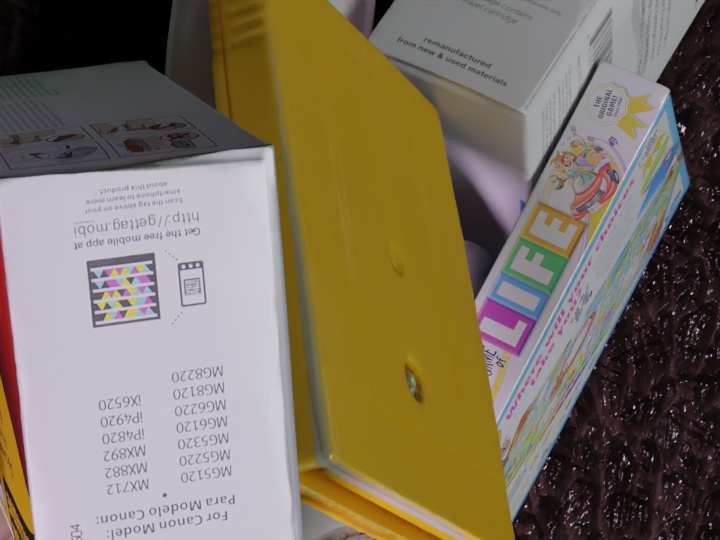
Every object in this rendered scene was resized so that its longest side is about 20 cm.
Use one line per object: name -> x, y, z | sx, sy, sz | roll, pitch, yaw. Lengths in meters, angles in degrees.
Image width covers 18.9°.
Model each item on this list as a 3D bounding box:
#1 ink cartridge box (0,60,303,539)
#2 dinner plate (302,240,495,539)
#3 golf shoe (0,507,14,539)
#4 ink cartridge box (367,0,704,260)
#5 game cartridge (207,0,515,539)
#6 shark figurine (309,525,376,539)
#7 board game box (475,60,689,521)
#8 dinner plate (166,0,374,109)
ink cartridge box -> -0.084, 0.032, 0.709 | 0.084, 0.200, 0.176 | -8, 104, -15
dinner plate -> -0.004, 0.072, 0.947 | 0.200, 0.024, 0.200 | -34, 149, -24
golf shoe -> -0.125, 0.101, 0.794 | 0.200, 0.097, 0.078 | -63, 162, -70
ink cartridge box -> 0.089, -0.116, 0.989 | 0.200, 0.086, 0.146 | -58, 161, -25
game cartridge -> 0.000, 0.000, 0.798 | 0.176, 0.032, 0.200 | 38, 38, -59
shark figurine -> -0.055, 0.185, 0.957 | 0.128, 0.090, 0.214 | -6, 156, -22
board game box -> 0.084, 0.020, 0.966 | 0.200, 0.034, 0.134 | -61, 163, -8
dinner plate -> -0.027, -0.102, 0.888 | 0.200, 0.024, 0.200 | 13, 90, -72
